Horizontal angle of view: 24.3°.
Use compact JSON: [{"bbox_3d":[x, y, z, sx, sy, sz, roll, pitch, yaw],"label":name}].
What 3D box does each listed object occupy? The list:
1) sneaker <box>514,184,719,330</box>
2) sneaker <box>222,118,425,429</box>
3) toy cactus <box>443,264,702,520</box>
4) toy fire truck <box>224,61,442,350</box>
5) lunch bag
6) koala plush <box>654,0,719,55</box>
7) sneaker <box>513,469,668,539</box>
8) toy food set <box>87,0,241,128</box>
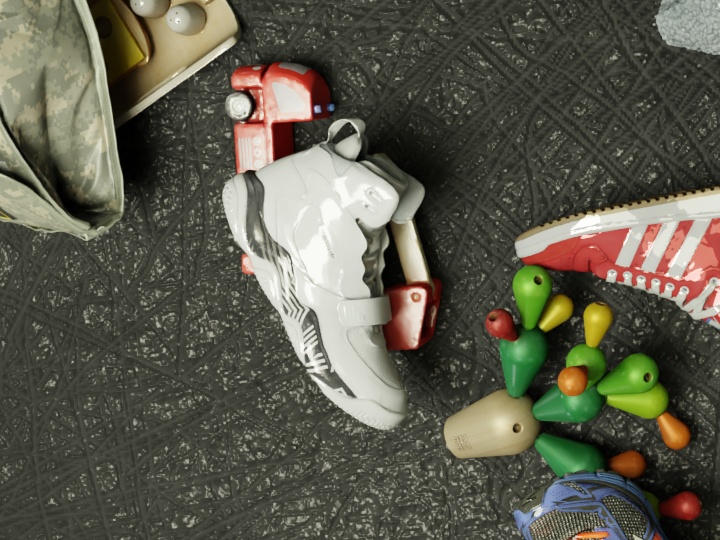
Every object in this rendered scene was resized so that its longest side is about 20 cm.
[{"bbox_3d":[0.205,0.006,1.102,0.199,0.071,0.113,-10,92,16],"label":"sneaker"},{"bbox_3d":[0.000,0.000,1.110,0.115,0.075,0.201,-33,84,20],"label":"sneaker"},{"bbox_3d":[0.129,0.100,1.131,0.164,0.102,0.200,-22,112,35],"label":"toy cactus"},{"bbox_3d":[-0.018,-0.047,1.175,0.140,0.049,0.201,0,97,17],"label":"toy fire truck"},{"bbox_3d":[-0.257,-0.114,1.169,0.163,0.117,0.201,9,124,45],"label":"lunch bag"},{"bbox_3d":[0.167,-0.249,1.037,0.199,0.184,0.178,6,132,29],"label":"koala plush"},{"bbox_3d":[0.176,0.198,1.087,0.075,0.079,0.200,-39,121,24],"label":"sneaker"},{"bbox_3d":[-0.194,-0.207,1.199,0.143,0.060,0.201,-33,88,19],"label":"toy food set"}]
